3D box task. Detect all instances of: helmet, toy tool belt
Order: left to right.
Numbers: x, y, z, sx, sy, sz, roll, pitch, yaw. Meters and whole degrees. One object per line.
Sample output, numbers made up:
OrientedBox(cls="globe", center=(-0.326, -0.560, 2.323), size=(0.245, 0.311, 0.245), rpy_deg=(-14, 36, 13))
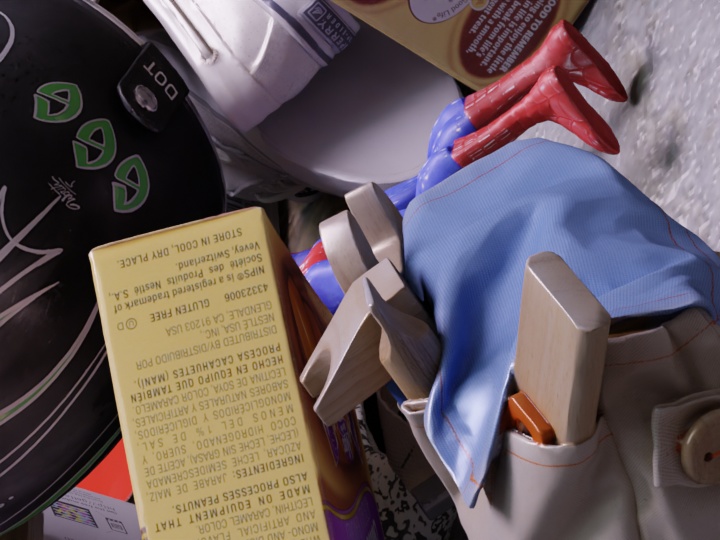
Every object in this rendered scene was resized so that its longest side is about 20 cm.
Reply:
OrientedBox(cls="helmet", center=(-0.158, 0.006, 0.950), size=(0.191, 0.200, 0.200), rpy_deg=(-49, 8, -34))
OrientedBox(cls="toy tool belt", center=(0.046, 0.014, 0.728), size=(0.124, 0.123, 0.200), rpy_deg=(-32, 28, -3))

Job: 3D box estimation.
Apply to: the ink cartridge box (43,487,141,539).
OrientedBox(cls="ink cartridge box", center=(-0.133, 0.204, 1.063), size=(0.201, 0.083, 0.176), rpy_deg=(-67, 23, 10))

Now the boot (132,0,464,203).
OrientedBox(cls="boot", center=(-0.023, -0.060, 1.037), size=(0.074, 0.096, 0.200), rpy_deg=(-44, 50, -13))

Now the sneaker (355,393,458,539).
OrientedBox(cls="sneaker", center=(-0.007, 0.058, 0.924), size=(0.089, 0.077, 0.200), rpy_deg=(-54, 31, 8))

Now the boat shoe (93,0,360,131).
OrientedBox(cls="boat shoe", center=(-0.083, -0.116, 1.000), size=(0.070, 0.071, 0.200), rpy_deg=(-48, 55, 0))

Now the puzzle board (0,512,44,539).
OrientedBox(cls="puzzle board", center=(-0.149, 0.171, 0.973), size=(0.151, 0.017, 0.200), rpy_deg=(-57, 20, 23))

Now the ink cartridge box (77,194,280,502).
OrientedBox(cls="ink cartridge box", center=(-0.101, 0.005, 1.189), size=(0.200, 0.050, 0.163), rpy_deg=(-51, 29, 34))

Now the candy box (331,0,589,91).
OrientedBox(cls="candy box", center=(-0.025, -0.142, 0.922), size=(0.055, 0.199, 0.116), rpy_deg=(-52, 27, 14))

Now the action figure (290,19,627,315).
OrientedBox(cls="action figure", center=(0.000, 0.000, 0.883), size=(0.199, 0.052, 0.066), rpy_deg=(-34, 22, 23))

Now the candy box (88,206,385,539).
OrientedBox(cls="candy box", center=(-0.020, 0.096, 0.775), size=(0.117, 0.056, 0.201), rpy_deg=(59, -161, -71))
